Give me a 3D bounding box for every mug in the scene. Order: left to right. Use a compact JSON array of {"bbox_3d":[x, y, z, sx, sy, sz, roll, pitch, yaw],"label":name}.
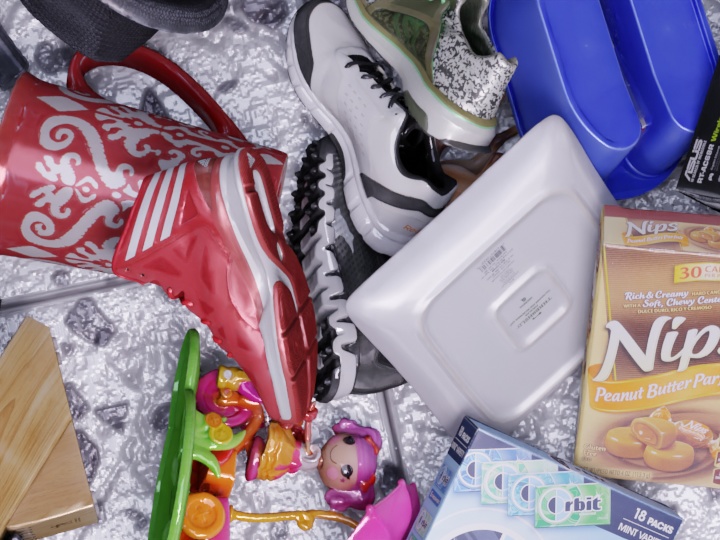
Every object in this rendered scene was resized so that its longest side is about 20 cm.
[{"bbox_3d":[-0.154,-0.075,1.711,0.199,0.133,0.179,14,88,0],"label":"mug"}]

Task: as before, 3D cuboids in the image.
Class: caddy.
[{"bbox_3d":[0.172,-0.152,1.714,0.141,0.105,0.201,-12,80,-21],"label":"caddy"}]

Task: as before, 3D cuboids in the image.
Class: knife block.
[{"bbox_3d":[-0.281,0.151,1.702,0.174,0.064,0.201,-14,75,-8],"label":"knife block"}]

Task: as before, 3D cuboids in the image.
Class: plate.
[{"bbox_3d":[0.112,0.020,1.671,0.199,0.200,0.032,-42,41,-2],"label":"plate"}]

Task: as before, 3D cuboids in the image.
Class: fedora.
[{"bbox_3d":[-0.191,-0.221,1.726,0.201,0.200,0.092,44,121,5],"label":"fedora"}]

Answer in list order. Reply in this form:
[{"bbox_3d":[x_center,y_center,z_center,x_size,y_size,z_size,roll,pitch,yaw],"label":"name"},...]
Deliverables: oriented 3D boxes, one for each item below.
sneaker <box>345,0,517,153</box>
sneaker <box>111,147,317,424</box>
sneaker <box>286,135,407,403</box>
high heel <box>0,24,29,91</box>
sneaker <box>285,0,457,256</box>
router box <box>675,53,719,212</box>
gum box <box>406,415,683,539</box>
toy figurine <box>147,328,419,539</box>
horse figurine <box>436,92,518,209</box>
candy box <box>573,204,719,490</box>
[{"bbox_3d":[0.060,-0.173,1.699,0.089,0.077,0.200,-52,48,25],"label":"sneaker"},{"bbox_3d":[-0.102,0.015,1.647,0.115,0.078,0.201,-7,108,17],"label":"sneaker"},{"bbox_3d":[0.000,0.000,1.731,0.090,0.066,0.201,3,68,-23],"label":"sneaker"},{"bbox_3d":[-0.348,-0.138,1.717,0.200,0.143,0.071,-43,43,-10],"label":"high heel"},{"bbox_3d":[0.013,-0.114,1.711,0.073,0.080,0.201,-11,69,-41],"label":"sneaker"},{"bbox_3d":[0.317,-0.121,1.684,0.149,0.062,0.201,23,85,-40],"label":"router box"},{"bbox_3d":[0.108,0.228,1.678,0.169,0.045,0.201,25,93,-14],"label":"gum box"},{"bbox_3d":[-0.048,0.150,1.706,0.183,0.150,0.201,10,61,-10],"label":"toy figurine"},{"bbox_3d":[0.093,-0.033,1.734,0.132,0.050,0.201,-18,90,-3],"label":"horse figurine"},{"bbox_3d":[0.214,0.055,1.665,0.115,0.055,0.201,5,125,2],"label":"candy box"}]
